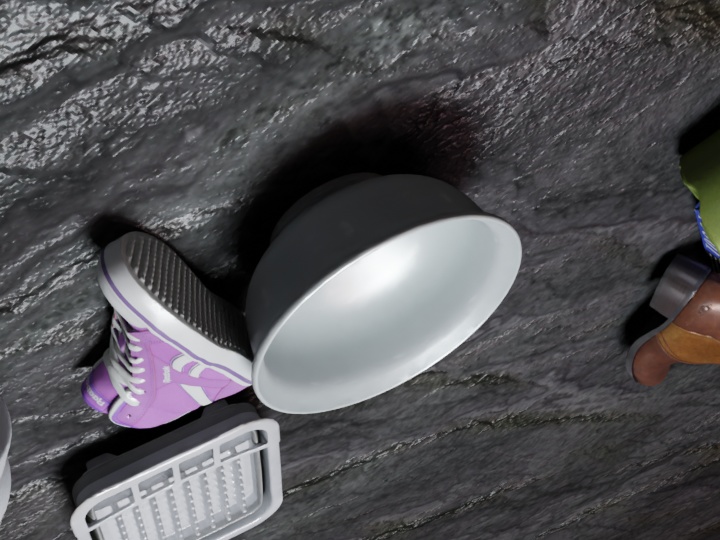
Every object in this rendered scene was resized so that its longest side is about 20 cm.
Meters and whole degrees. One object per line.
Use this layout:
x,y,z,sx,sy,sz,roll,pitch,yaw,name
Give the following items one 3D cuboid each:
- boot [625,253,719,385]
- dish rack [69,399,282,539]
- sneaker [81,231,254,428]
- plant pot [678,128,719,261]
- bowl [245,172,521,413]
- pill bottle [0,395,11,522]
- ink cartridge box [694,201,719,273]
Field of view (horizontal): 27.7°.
0.356,0.091,1.358,0.068,0.199,0.189,-44,159,-38,boot
-0.146,0.175,1.153,0.170,0.044,0.201,-25,152,-15,dish rack
-0.141,0.053,0.933,0.114,0.073,0.201,-28,150,6,sneaker
0.358,-0.074,1.132,0.189,0.202,0.200,-28,155,18,plant pot
0.000,0.000,0.965,0.200,0.091,0.202,-25,152,-14,bowl
-0.280,0.150,0.902,0.112,0.114,0.201,-11,146,-34,pill bottle
0.357,-0.007,1.306,0.044,0.094,0.200,-48,153,-4,ink cartridge box
